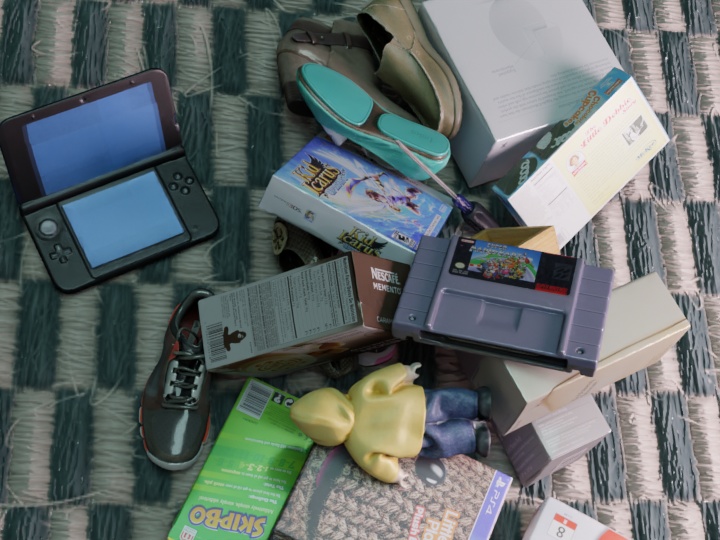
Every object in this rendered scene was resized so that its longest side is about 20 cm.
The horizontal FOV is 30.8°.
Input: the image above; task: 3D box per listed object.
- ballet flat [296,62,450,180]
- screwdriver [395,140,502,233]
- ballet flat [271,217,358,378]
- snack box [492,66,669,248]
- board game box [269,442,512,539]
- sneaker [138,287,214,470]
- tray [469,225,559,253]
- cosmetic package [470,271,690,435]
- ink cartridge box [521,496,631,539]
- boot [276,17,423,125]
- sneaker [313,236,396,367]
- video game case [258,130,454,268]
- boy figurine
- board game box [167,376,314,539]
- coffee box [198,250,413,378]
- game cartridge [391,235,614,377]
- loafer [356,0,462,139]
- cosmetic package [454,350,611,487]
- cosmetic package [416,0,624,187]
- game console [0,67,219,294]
[{"bbox_3d":[0.005,-0.160,1.491,0.200,0.070,0.067,29,46,-2],"label":"ballet flat"},{"bbox_3d":[0.098,-0.093,1.488,0.200,0.029,0.028,39,91,-33],"label":"screwdriver"},{"bbox_3d":[-0.059,0.028,1.448,0.046,0.067,0.200,-16,76,-25],"label":"ballet flat"},{"bbox_3d":[0.256,-0.124,1.509,0.200,0.116,0.037,-44,40,-2],"label":"snack box"},{"bbox_3d":[0.028,0.251,1.341,0.200,0.097,0.160,25,64,2],"label":"board game box"},{"bbox_3d":[-0.189,0.107,1.376,0.077,0.082,0.200,8,64,-7],"label":"sneaker"},{"bbox_3d":[0.119,0.002,1.420,0.200,0.099,0.037,-28,108,-42],"label":"tray"},{"bbox_3d":[0.222,0.084,1.333,0.200,0.104,0.073,-24,70,-18],"label":"cosmetic package"},{"bbox_3d":[0.221,0.358,1.354,0.162,0.050,0.200,28,61,4],"label":"ink cartridge box"},{"bbox_3d":[-0.005,-0.233,1.578,0.200,0.070,0.146,17,53,-13],"label":"boot"},{"bbox_3d":[0.000,0.000,1.456,0.080,0.086,0.200,-19,70,-19],"label":"sneaker"},{"bbox_3d":[0.002,-0.074,1.451,0.181,0.045,0.200,27,24,3],"label":"video game case"},{"bbox_3d":[0.029,0.153,1.295,0.200,0.064,0.125,0,93,-6],"label":"boy figurine"},{"bbox_3d":[-0.118,0.217,1.370,0.095,0.030,0.200,25,61,3],"label":"board game box"},{"bbox_3d":[-0.052,0.049,1.344,0.200,0.114,0.080,-17,74,30],"label":"coffee box"},{"bbox_3d":[0.142,0.029,1.286,0.200,0.038,0.130,11,52,11],"label":"game cartridge"},{"bbox_3d":[0.054,-0.235,1.529,0.067,0.076,0.200,-18,69,-21],"label":"loafer"},{"bbox_3d":[0.178,0.118,1.425,0.090,0.107,0.200,-23,70,-19],"label":"cosmetic package"},{"bbox_3d":[0.188,-0.234,1.576,0.199,0.123,0.200,-19,70,-19],"label":"cosmetic package"},{"bbox_3d":[-0.272,-0.098,1.435,0.200,0.118,0.171,-23,71,-18],"label":"game console"}]
